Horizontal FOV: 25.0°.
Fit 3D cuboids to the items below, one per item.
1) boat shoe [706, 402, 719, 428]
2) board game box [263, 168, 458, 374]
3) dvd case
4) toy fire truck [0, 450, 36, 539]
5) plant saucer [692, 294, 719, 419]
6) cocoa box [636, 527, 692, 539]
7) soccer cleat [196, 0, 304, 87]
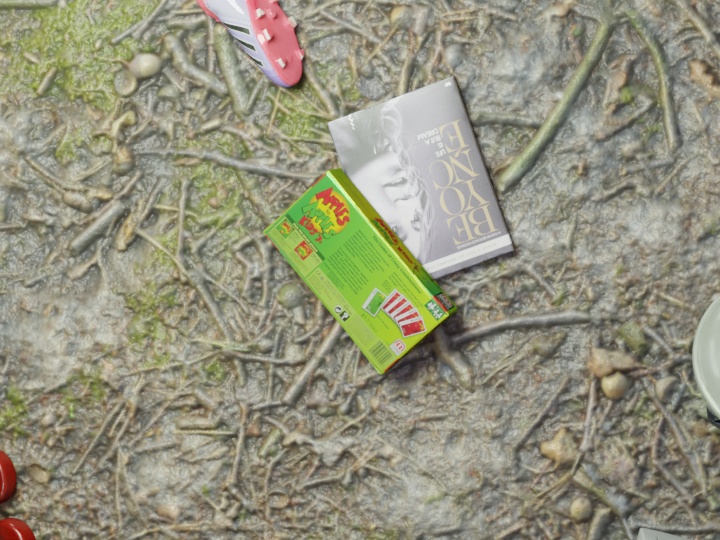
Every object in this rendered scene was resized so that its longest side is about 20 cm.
[{"bbox_3d":[0.460,0.137,1.691,0.198,0.068,0.072,-8,55,4],"label":"boat shoe"},{"bbox_3d":[0.000,0.000,1.738,0.102,0.048,0.200,-42,84,17],"label":"board game box"},{"bbox_3d":[0.065,-0.091,1.756,0.148,0.016,0.201,-20,90,7],"label":"dvd case"},{"bbox_3d":[-0.466,0.286,1.796,0.167,0.112,0.201,-17,89,26],"label":"toy fire truck"},{"bbox_3d":[0.440,0.082,1.654,0.199,0.050,0.201,-4,62,8],"label":"plant saucer"},{"bbox_3d":[0.336,0.357,1.645,0.132,0.200,0.132,13,94,6],"label":"cocoa box"},{"bbox_3d":[-0.132,-0.281,1.758,0.076,0.067,0.201,-29,94,38],"label":"soccer cleat"}]
